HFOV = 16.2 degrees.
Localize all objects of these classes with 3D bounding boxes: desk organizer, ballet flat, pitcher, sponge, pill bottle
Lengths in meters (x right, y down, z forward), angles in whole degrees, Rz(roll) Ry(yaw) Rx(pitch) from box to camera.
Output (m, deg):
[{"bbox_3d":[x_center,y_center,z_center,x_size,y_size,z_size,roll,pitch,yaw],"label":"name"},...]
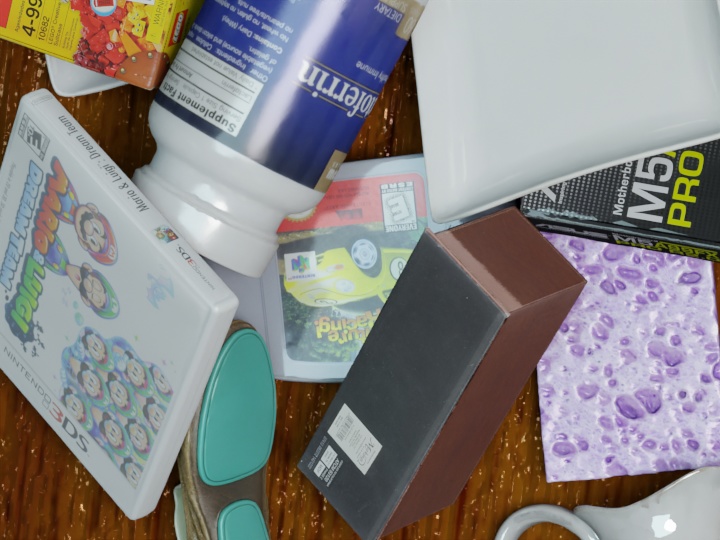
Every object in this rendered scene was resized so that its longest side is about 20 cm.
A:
[{"bbox_3d":[0.046,0.062,1.463,0.072,0.077,0.200,47,131,23],"label":"desk organizer"},{"bbox_3d":[-0.088,0.126,1.526,0.072,0.068,0.201,8,109,48],"label":"ballet flat"},{"bbox_3d":[0.161,0.225,1.470,0.171,0.121,0.201,-13,77,31],"label":"pitcher"},{"bbox_3d":[0.156,0.021,1.503,0.111,0.030,0.201,-6,89,10],"label":"sponge"},{"bbox_3d":[-0.053,-0.104,1.466,0.115,0.116,0.200,29,96,9],"label":"pill bottle"}]

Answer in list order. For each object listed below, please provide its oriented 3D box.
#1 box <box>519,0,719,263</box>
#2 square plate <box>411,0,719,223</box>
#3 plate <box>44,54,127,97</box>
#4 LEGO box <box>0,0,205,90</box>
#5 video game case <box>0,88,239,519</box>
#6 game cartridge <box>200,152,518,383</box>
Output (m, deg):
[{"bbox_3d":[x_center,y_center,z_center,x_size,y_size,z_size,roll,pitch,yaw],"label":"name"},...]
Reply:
[{"bbox_3d":[0.191,-0.109,1.466,0.160,0.044,0.201,11,81,14],"label":"box"},{"bbox_3d":[0.120,-0.141,1.446,0.199,0.028,0.199,-17,68,28],"label":"square plate"},{"bbox_3d":[-0.110,-0.222,1.550,0.199,0.032,0.200,-12,87,10],"label":"plate"},{"bbox_3d":[-0.151,-0.227,1.480,0.148,0.077,0.201,19,107,10],"label":"LEGO box"},{"bbox_3d":[-0.159,0.023,1.485,0.182,0.024,0.200,47,138,21],"label":"video game case"},{"bbox_3d":[0.000,0.000,1.530,0.199,0.041,0.134,-7,93,10],"label":"game cartridge"}]
